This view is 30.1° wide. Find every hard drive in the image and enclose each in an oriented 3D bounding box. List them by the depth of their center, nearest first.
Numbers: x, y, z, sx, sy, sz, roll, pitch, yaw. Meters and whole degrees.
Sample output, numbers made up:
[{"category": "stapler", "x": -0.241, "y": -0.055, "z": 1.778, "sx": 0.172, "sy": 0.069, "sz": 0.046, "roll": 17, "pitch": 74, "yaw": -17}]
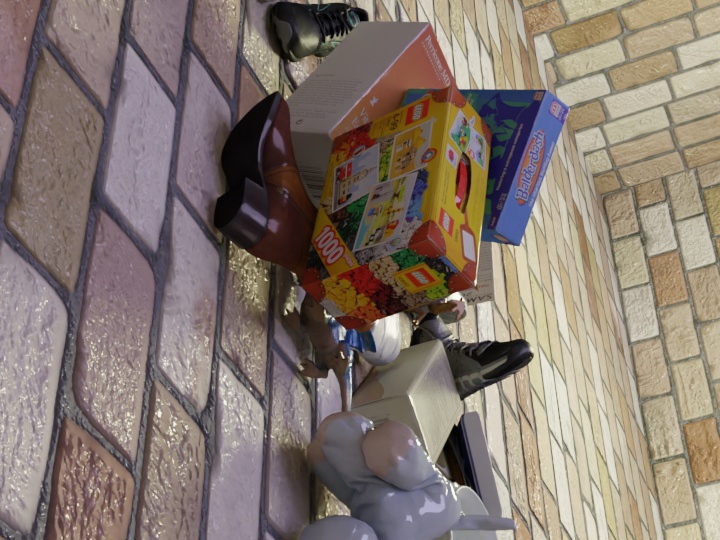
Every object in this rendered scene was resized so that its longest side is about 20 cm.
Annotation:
[{"category": "hard drive", "x": 0.149, "y": 0.257, "z": 1.715, "sx": 0.200, "sy": 0.025, "sz": 0.132, "roll": 83, "pitch": -5, "yaw": -77}]

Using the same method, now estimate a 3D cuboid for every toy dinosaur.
[{"category": "toy dinosaur", "x": 0.099, "y": 0.025, "z": 1.637, "sx": 0.200, "sy": 0.106, "sz": 0.061, "roll": -18, "pitch": 99, "yaw": -34}]

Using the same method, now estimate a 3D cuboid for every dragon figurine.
[{"category": "dragon figurine", "x": -0.024, "y": 0.071, "z": 1.375, "sx": 0.099, "sy": 0.059, "sz": 0.200, "roll": -19, "pitch": 85, "yaw": -64}]

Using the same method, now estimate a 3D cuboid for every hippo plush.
[{"category": "hippo plush", "x": 0.005, "y": 0.246, "z": 1.257, "sx": 0.200, "sy": 0.159, "sz": 0.161, "roll": 46, "pitch": 60, "yaw": -29}]

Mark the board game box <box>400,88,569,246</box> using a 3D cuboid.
[{"category": "board game box", "x": 0.102, "y": -0.110, "z": 1.368, "sx": 0.045, "sy": 0.200, "sz": 0.152, "roll": 30, "pitch": 76, "yaw": -39}]

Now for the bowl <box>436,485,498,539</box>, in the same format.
[{"category": "bowl", "x": 0.095, "y": 0.342, "z": 1.464, "sx": 0.201, "sy": 0.090, "sz": 0.202, "roll": -16, "pitch": 90, "yaw": -72}]

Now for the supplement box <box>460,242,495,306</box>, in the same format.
[{"category": "supplement box", "x": 0.132, "y": -0.064, "z": 1.848, "sx": 0.126, "sy": 0.073, "sz": 0.200, "roll": -109, "pitch": -170, "yaw": -53}]

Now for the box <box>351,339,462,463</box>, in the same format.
[{"category": "box", "x": 0.053, "y": 0.156, "z": 1.522, "sx": 0.200, "sy": 0.078, "sz": 0.095, "roll": -42, "pitch": 115, "yaw": -71}]

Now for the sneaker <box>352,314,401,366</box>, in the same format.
[{"category": "sneaker", "x": 0.000, "y": 0.000, "z": 1.511, "sx": 0.116, "sy": 0.073, "sz": 0.201, "roll": 37, "pitch": 41, "yaw": -68}]

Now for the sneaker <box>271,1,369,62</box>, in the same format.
[{"category": "sneaker", "x": -0.049, "y": -0.301, "z": 1.628, "sx": 0.200, "sy": 0.079, "sz": 0.076, "roll": -38, "pitch": 111, "yaw": -70}]

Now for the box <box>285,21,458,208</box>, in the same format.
[{"category": "box", "x": 0.012, "y": -0.159, "z": 1.489, "sx": 0.200, "sy": 0.106, "sz": 0.152, "roll": -51, "pitch": 130, "yaw": -28}]

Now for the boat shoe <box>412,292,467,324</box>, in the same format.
[{"category": "boat shoe", "x": 0.088, "y": 0.018, "z": 1.766, "sx": 0.200, "sy": 0.073, "sz": 0.067, "roll": 38, "pitch": 40, "yaw": -62}]

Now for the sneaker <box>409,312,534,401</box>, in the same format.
[{"category": "sneaker", "x": 0.119, "y": 0.096, "z": 1.644, "sx": 0.075, "sy": 0.200, "sz": 0.116, "roll": -10, "pitch": 73, "yaw": -44}]

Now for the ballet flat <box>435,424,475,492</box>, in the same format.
[{"category": "ballet flat", "x": 0.097, "y": 0.256, "z": 1.608, "sx": 0.068, "sy": 0.068, "sz": 0.200, "roll": 39, "pitch": 26, "yaw": -45}]

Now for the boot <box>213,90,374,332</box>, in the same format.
[{"category": "boot", "x": -0.044, "y": -0.061, "z": 1.327, "sx": 0.200, "sy": 0.068, "sz": 0.189, "roll": 35, "pitch": 38, "yaw": -32}]

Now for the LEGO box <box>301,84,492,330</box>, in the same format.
[{"category": "LEGO box", "x": 0.038, "y": -0.059, "z": 1.273, "sx": 0.077, "sy": 0.149, "sz": 0.200, "roll": 44, "pitch": 40, "yaw": -34}]
